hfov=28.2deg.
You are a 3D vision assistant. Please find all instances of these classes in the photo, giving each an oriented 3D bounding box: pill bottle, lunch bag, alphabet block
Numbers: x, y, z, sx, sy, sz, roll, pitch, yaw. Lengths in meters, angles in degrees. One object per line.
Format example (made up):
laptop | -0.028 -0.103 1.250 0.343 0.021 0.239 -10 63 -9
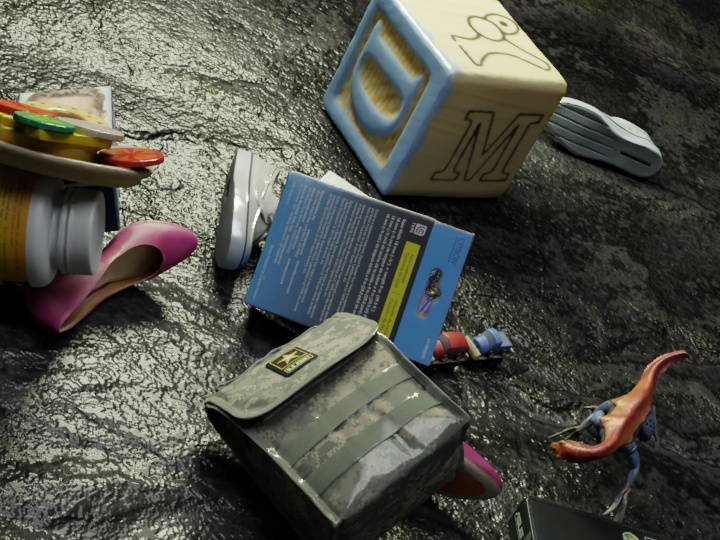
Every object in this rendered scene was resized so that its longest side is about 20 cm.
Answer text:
pill bottle | -0.335 -0.043 1.286 0.199 0.110 0.109 6 37 -2
lunch bag | -0.025 0.136 1.289 0.164 0.118 0.200 -34 59 -23
alphabet block | 0.104 -0.223 1.815 0.199 0.197 0.196 0 46 -37

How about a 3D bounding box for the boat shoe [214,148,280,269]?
boat shoe | -0.117 -0.063 1.560 0.065 0.072 0.200 17 28 -11

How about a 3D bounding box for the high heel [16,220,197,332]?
high heel | -0.229 0.009 1.373 0.199 0.068 0.096 -10 41 -37

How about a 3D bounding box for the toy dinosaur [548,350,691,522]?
toy dinosaur | 0.259 0.155 1.497 0.105 0.201 0.181 22 0 16

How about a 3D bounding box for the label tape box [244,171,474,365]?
label tape box | 0.000 0.000 1.461 0.199 0.145 0.063 19 -3 6

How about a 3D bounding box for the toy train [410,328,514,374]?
toy train | 0.091 0.086 1.541 0.199 0.046 0.034 -2 45 -39

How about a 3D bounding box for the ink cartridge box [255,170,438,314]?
ink cartridge box | 0.006 -0.004 1.566 0.200 0.076 0.136 33 36 7

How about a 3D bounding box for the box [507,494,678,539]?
box | 0.242 0.321 1.353 0.193 0.048 0.200 21 34 -17

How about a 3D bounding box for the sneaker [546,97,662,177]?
sneaker | 0.348 -0.199 2.090 0.200 0.073 0.071 27 24 -21

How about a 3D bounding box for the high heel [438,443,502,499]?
high heel | 0.057 0.150 1.405 0.199 0.068 0.096 23 40 10

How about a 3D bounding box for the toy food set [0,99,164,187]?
toy food set | -0.276 -0.119 1.294 0.198 0.049 0.200 21 9 35

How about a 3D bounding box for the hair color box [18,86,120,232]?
hair color box | -0.296 -0.112 1.443 0.100 0.061 0.200 -6 35 -8
